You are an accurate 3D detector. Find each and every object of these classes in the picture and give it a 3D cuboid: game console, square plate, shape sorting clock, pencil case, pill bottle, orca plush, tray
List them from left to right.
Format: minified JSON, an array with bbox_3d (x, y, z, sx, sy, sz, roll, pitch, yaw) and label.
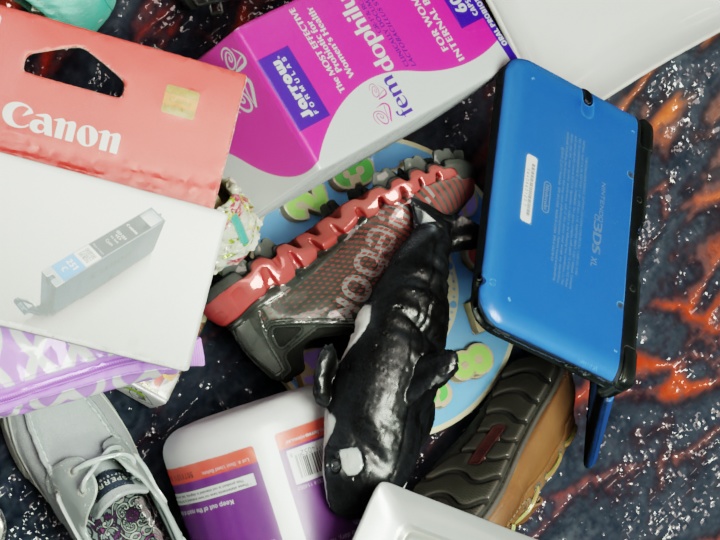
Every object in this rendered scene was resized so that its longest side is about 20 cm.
[{"bbox_3d":[-0.199,0.048,1.321,0.199,0.086,0.084,-19,127,-14],"label":"pencil case"},{"bbox_3d":[-0.041,0.178,1.388,0.112,0.112,0.201,-17,89,-25],"label":"pill bottle"},{"bbox_3d":[0.018,0.010,1.481,0.199,0.039,0.201,4,81,-23],"label":"shape sorting clock"},{"bbox_3d":[0.041,0.054,1.351,0.105,0.071,0.200,52,55,-34],"label":"orca plush"},{"bbox_3d":[0.053,0.198,1.363,0.200,0.022,0.108,26,86,-50],"label":"tray"},{"bbox_3d":[0.122,-0.003,1.452,0.170,0.118,0.201,25,54,-24],"label":"game console"},{"bbox_3d":[0.156,-0.226,1.584,0.198,0.028,0.200,-31,95,-25],"label":"square plate"}]

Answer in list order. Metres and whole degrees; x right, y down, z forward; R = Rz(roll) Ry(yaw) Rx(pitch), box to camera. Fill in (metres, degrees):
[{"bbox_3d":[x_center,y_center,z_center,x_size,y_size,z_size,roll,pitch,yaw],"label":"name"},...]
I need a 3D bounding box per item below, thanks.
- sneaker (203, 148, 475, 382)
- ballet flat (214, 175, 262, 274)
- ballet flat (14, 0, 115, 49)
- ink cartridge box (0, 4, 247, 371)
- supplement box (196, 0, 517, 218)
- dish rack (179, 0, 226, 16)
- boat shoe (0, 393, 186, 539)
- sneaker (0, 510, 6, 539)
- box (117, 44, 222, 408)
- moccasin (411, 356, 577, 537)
[{"bbox_3d":[0.000,0.000,1.417,0.200,0.071,0.098,-33,90,-21],"label":"sneaker"},{"bbox_3d":[-0.145,-0.069,1.362,0.199,0.064,0.076,26,64,13],"label":"ballet flat"},{"bbox_3d":[-0.246,-0.187,1.385,0.199,0.067,0.071,22,88,-17],"label":"ballet flat"},{"bbox_3d":[-0.172,-0.052,1.269,0.199,0.045,0.177,14,87,-14],"label":"ink cartridge box"},{"bbox_3d":[-0.013,-0.120,1.422,0.200,0.103,0.101,-32,90,-40],"label":"supplement box"},{"bbox_3d":[-0.025,-0.210,1.413,0.153,0.200,0.055,-27,104,-24],"label":"dish rack"},{"bbox_3d":[-0.149,0.135,1.369,0.070,0.071,0.201,-30,91,-24],"label":"boat shoe"},{"bbox_3d":[-0.287,0.197,1.296,0.200,0.080,0.076,-43,101,-22],"label":"sneaker"},{"bbox_3d":[-0.130,-0.028,1.424,0.110,0.035,0.201,30,71,-17],"label":"box"},{"bbox_3d":[0.083,0.143,1.458,0.202,0.073,0.078,-57,134,-44],"label":"moccasin"}]
